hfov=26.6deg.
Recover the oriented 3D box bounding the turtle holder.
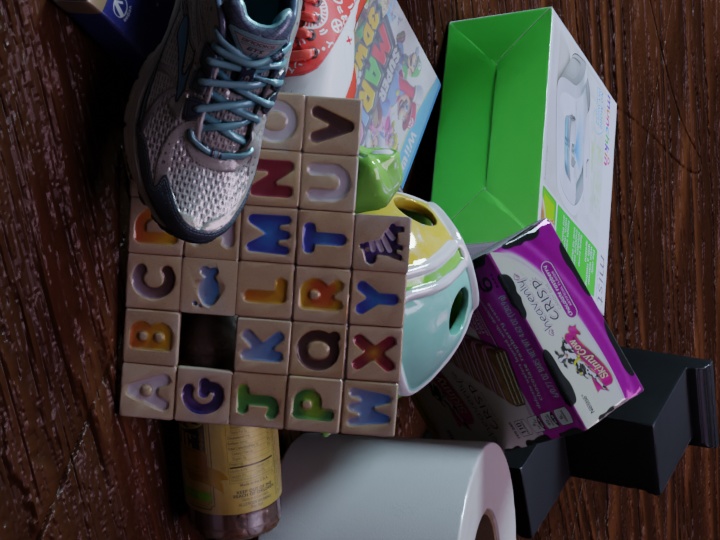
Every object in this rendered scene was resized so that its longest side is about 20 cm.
[{"bbox_3d":[-0.002,0.000,0.980,0.131,0.141,0.186,-24,112,-10],"label":"turtle holder"}]

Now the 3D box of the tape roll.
[{"bbox_3d":[0.022,0.216,1.059,0.203,0.139,0.203,1,90,-72],"label":"tape roll"}]

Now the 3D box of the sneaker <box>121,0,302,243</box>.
[{"bbox_3d":[-0.075,-0.114,0.823,0.077,0.086,0.201,9,89,-25],"label":"sneaker"}]

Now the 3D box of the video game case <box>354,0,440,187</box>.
[{"bbox_3d":[0.000,-0.131,1.087,0.200,0.018,0.143,54,51,-55],"label":"video game case"}]

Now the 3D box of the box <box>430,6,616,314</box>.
[{"bbox_3d":[0.135,-0.080,1.242,0.176,0.096,0.201,40,52,-55],"label":"box"}]

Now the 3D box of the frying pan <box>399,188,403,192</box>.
[{"bbox_3d":[0.007,-0.006,1.115,0.115,0.031,0.190,-52,143,-17],"label":"frying pan"}]

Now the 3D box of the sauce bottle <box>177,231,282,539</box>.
[{"bbox_3d":[-0.085,0.067,0.953,0.065,0.065,0.201,-28,119,-55],"label":"sauce bottle"}]

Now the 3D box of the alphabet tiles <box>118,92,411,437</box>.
[{"bbox_3d":[-0.055,-0.005,0.896,0.008,0.167,0.201,-80,174,-80],"label":"alphabet tiles"}]

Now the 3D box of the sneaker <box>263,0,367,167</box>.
[{"bbox_3d":[-0.038,-0.170,0.913,0.108,0.067,0.202,54,47,-51],"label":"sneaker"}]

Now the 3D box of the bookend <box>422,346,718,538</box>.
[{"bbox_3d":[0.175,0.152,1.290,0.199,0.200,0.092,-48,136,-45],"label":"bookend"}]

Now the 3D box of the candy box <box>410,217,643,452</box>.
[{"bbox_3d":[0.096,0.058,1.088,0.061,0.200,0.137,-29,89,-27],"label":"candy box"}]

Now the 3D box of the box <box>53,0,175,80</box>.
[{"bbox_3d":[-0.097,-0.155,0.911,0.200,0.032,0.121,47,56,-55],"label":"box"}]
